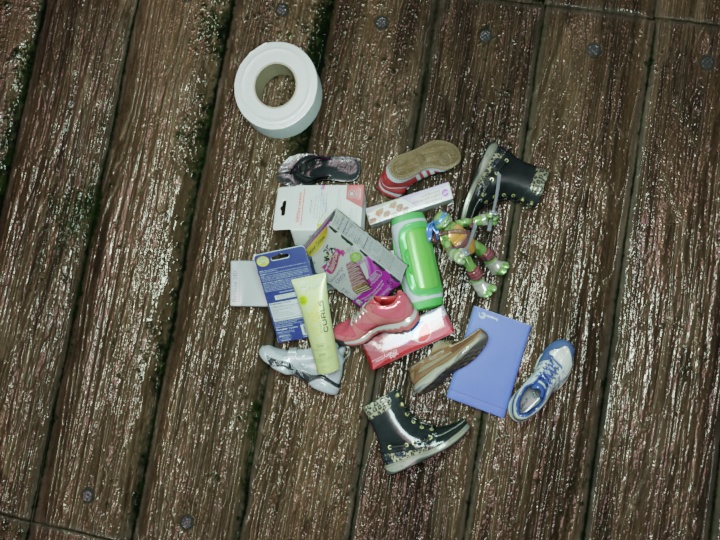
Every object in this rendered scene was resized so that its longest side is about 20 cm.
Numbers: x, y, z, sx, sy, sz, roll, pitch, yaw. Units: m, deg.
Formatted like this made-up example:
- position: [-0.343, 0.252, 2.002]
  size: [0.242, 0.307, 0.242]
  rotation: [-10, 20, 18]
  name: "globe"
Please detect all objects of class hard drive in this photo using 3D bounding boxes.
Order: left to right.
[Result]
- position: [0.275, 0.195, 1.453]
  size: [0.128, 0.025, 0.206]
  rotation: [18, 87, 9]
  name: "hard drive"

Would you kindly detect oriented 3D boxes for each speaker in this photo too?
- position: [0.122, -0.018, 1.465]
  size: [0.086, 0.088, 0.206]
  rotation: [-12, 83, 5]
  name: "speaker"

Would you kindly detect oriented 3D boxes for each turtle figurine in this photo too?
- position: [0.246, -0.051, 1.390]
  size: [0.197, 0.146, 0.195]
  rotation: [-28, 116, 27]
  name: "turtle figurine"

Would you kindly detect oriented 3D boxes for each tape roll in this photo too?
- position: [-0.188, -0.414, 1.552]
  size: [0.196, 0.071, 0.209]
  rotation: [-1, 84, 8]
  name: "tape roll"

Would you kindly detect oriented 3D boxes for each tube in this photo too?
- position: [-0.088, 0.111, 1.402]
  size: [0.057, 0.051, 0.206]
  rotation: [-16, 99, -30]
  name: "tube"

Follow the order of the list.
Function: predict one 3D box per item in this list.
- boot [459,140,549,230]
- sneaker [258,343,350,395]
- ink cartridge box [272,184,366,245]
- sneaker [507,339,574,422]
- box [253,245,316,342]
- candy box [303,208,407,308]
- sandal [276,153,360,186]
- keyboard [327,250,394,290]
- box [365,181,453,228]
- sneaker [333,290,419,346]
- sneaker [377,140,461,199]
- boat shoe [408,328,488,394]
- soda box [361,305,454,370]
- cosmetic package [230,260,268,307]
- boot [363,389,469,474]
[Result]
- position: [0.307, -0.158, 1.464]
  size: [0.150, 0.073, 0.208]
  rotation: [23, 89, 6]
  name: "boot"
- position: [-0.118, 0.181, 1.480]
  size: [0.195, 0.075, 0.118]
  rotation: [25, 87, 4]
  name: "sneaker"
- position: [-0.088, -0.122, 1.493]
  size: [0.193, 0.068, 0.120]
  rotation: [1, 62, 7]
  name: "ink cartridge box"
- position: [0.384, 0.234, 1.405]
  size: [0.074, 0.088, 0.202]
  rotation: [34, 87, 11]
  name: "sneaker"
- position: [-0.144, 0.047, 1.428]
  size: [0.117, 0.033, 0.205]
  rotation: [-10, 110, 12]
  name: "box"
- position: [-0.017, -0.017, 1.425]
  size: [0.198, 0.062, 0.136]
  rotation: [37, 133, -11]
  name: "candy box"
- position: [-0.097, -0.234, 1.532]
  size: [0.194, 0.048, 0.078]
  rotation: [-4, 83, 6]
  name: "sandal"
- position: [0.000, 0.000, 1.517]
  size: [0.194, 0.011, 0.058]
  rotation: [-12, 78, 5]
  name: "keyboard"
- position: [0.108, -0.145, 1.502]
  size: [0.194, 0.041, 0.040]
  rotation: [-18, 82, 6]
  name: "box"
- position: [0.022, 0.092, 1.424]
  size: [0.195, 0.074, 0.088]
  rotation: [-18, 119, 15]
  name: "sneaker"
- position: [0.125, -0.223, 1.503]
  size: [0.196, 0.112, 0.073]
  rotation: [-19, 78, -26]
  name: "sneaker"
- position: [0.180, 0.180, 1.429]
  size: [0.198, 0.075, 0.073]
  rotation: [-39, 61, 14]
  name: "boat shoe"
- position: [0.103, 0.145, 1.456]
  size: [0.196, 0.070, 0.065]
  rotation: [-26, 83, 3]
  name: "soda box"
- position: [-0.188, 0.031, 1.501]
  size: [0.193, 0.074, 0.105]
  rotation: [-1, 86, 7]
  name: "cosmetic package"
- position: [0.115, 0.318, 1.429]
  size: [0.199, 0.074, 0.157]
  rotation: [-27, 79, 3]
  name: "boot"
